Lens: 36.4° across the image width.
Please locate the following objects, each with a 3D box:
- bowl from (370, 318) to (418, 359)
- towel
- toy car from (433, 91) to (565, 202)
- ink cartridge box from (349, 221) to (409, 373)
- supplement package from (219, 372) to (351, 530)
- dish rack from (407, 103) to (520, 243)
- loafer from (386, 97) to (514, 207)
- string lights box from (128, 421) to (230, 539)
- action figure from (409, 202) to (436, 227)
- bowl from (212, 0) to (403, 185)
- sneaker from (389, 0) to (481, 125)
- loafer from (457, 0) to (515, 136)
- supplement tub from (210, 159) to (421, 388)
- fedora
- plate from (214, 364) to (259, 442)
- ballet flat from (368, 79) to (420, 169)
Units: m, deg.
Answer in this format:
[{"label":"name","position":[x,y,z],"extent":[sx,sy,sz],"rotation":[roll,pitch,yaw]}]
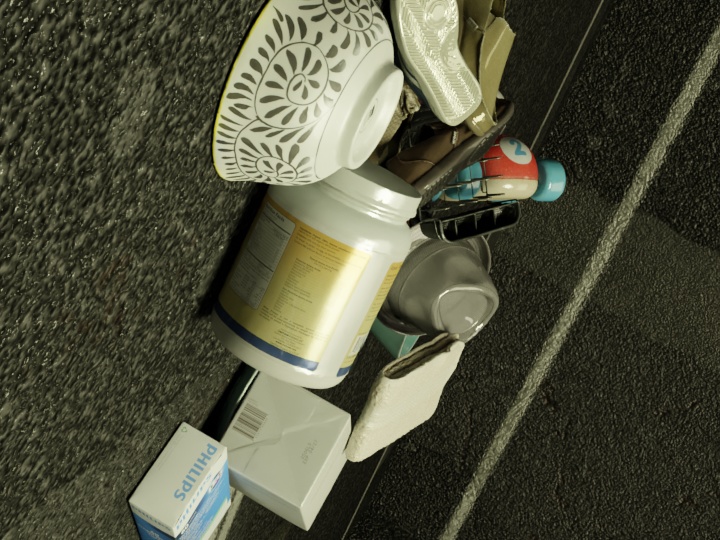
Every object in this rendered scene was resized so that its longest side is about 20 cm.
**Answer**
[{"label":"bowl","position":[0.066,0.031,1.740],"extent":[0.202,0.104,0.201],"rotation":[-58,170,-17]},{"label":"towel","position":[0.059,0.153,1.348],"extent":[0.200,0.034,0.133],"rotation":[-22,139,-55]},{"label":"toy car","position":[0.174,-0.198,1.553],"extent":[0.176,0.183,0.202],"rotation":[1,-87,58]},{"label":"ink cartridge box","position":[0.000,0.000,1.347],"extent":[0.163,0.057,0.201],"rotation":[-95,-160,-61]},{"label":"supplement package","position":[-0.088,0.218,1.308],"extent":[0.122,0.119,0.200],"rotation":[-60,170,-19]},{"label":"dish rack","position":[0.123,-0.143,1.367],"extent":[0.153,0.054,0.202],"rotation":[-16,101,-43]},{"label":"loafer","position":[0.105,-0.154,1.271],"extent":[0.200,0.071,0.073],"rotation":[-40,169,-34]},{"label":"string lights box","position":[-0.194,0.255,1.206],"extent":[0.103,0.059,0.200],"rotation":[-56,168,-27]},{"label":"action figure","position":[0.054,-0.043,1.477],"extent":[0.102,0.119,0.201],"rotation":[13,116,-49]},{"label":"bowl","position":[-0.026,-0.142,0.882],"extent":[0.202,0.094,0.201],"rotation":[-58,169,-19]},{"label":"sneaker","position":[0.059,-0.238,1.122],"extent":[0.075,0.085,0.201],"rotation":[-35,138,-10]},{"label":"loafer","position":[0.138,-0.252,1.223],"extent":[0.076,0.067,0.202],"rotation":[11,75,-68]},{"label":"supplement tub","position":[-0.040,-0.008,1.024],"extent":[0.201,0.144,0.144],"rotation":[-63,169,12]},{"label":"fedora","position":[0.111,0.032,1.428],"extent":[0.177,0.090,0.200],"rotation":[-42,142,1]},{"label":"plate","position":[-0.131,0.151,1.333],"extent":[0.201,0.025,0.200],"rotation":[-57,169,-17]},{"label":"ballet flat","position":[0.036,-0.150,1.283],"extent":[0.067,0.046,0.201],"rotation":[-52,166,-36]}]
